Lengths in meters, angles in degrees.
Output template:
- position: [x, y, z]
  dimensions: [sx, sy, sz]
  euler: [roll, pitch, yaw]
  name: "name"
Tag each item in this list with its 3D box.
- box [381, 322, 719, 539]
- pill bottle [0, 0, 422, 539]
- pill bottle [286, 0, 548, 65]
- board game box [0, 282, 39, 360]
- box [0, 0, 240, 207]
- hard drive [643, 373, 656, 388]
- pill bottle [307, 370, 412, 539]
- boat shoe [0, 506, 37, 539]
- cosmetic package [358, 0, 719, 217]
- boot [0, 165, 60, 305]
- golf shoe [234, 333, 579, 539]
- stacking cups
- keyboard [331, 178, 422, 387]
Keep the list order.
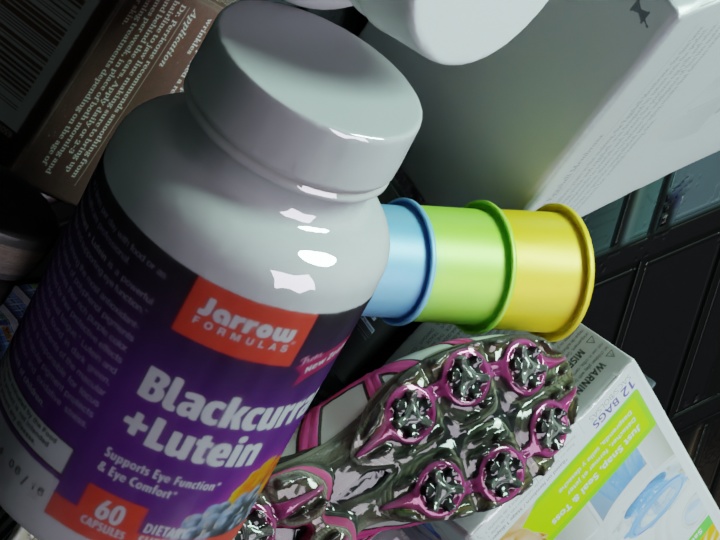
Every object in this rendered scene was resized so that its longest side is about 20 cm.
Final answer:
- position: [0.087, 0.106, 1.314]
  dimensions: [0.113, 0.101, 0.200]
  euler: [-46, 140, -11]
  name: "box"
- position: [-0.057, 0.006, 1.036]
  dimensions: [0.111, 0.111, 0.201]
  euler: [-8, 135, -49]
  name: "pill bottle"
- position: [-0.019, -0.160, 1.024]
  dimensions: [0.114, 0.200, 0.115]
  euler: [-33, 144, -29]
  name: "pill bottle"
- position: [-0.203, 0.110, 1.185]
  dimensions: [0.199, 0.062, 0.201]
  euler: [-9, 128, -50]
  name: "board game box"
- position: [-0.081, -0.071, 1.155]
  dimensions: [0.100, 0.075, 0.200]
  euler: [-56, 147, 6]
  name: "box"
- position: [0.061, 0.122, 1.504]
  dimensions: [0.200, 0.042, 0.135]
  euler: [-44, -176, -16]
  name: "hard drive"
- position: [-0.015, 0.118, 1.389]
  dimensions: [0.200, 0.113, 0.113]
  euler: [-44, 148, -14]
  name: "pill bottle"
- position: [-0.173, 0.133, 1.132]
  dimensions: [0.200, 0.072, 0.062]
  euler: [-50, 145, -23]
  name: "boat shoe"
- position: [0.126, -0.129, 1.264]
  dimensions: [0.199, 0.123, 0.200]
  euler: [-26, 163, -38]
  name: "cosmetic package"
- position: [-0.220, 0.022, 1.036]
  dimensions: [0.199, 0.069, 0.174]
  euler: [22, 116, -29]
  name: "boot"
- position: [-0.002, 0.079, 1.175]
  dimensions: [0.199, 0.092, 0.073]
  euler: [-27, 105, -23]
  name: "golf shoe"
- position: [0.000, 0.000, 1.166]
  dimensions: [0.199, 0.061, 0.061]
  euler: [1, 123, -31]
  name: "stacking cups"
- position: [-0.013, 0.026, 1.260]
  dimensions: [0.127, 0.021, 0.200]
  euler: [-52, 149, -10]
  name: "keyboard"
